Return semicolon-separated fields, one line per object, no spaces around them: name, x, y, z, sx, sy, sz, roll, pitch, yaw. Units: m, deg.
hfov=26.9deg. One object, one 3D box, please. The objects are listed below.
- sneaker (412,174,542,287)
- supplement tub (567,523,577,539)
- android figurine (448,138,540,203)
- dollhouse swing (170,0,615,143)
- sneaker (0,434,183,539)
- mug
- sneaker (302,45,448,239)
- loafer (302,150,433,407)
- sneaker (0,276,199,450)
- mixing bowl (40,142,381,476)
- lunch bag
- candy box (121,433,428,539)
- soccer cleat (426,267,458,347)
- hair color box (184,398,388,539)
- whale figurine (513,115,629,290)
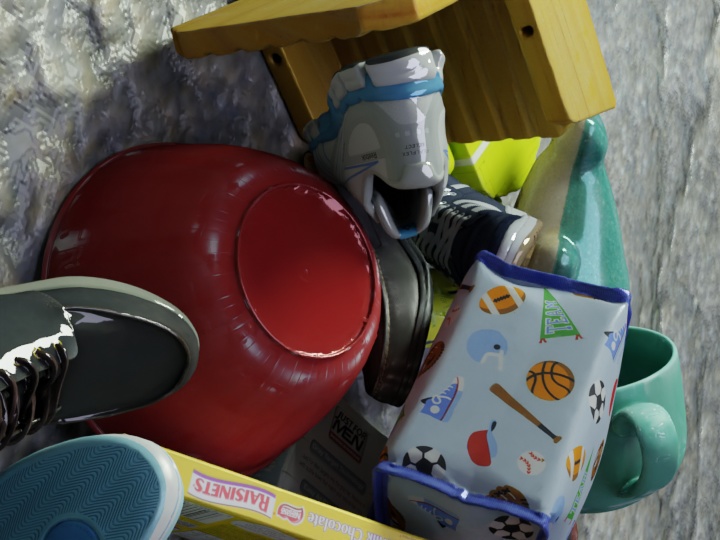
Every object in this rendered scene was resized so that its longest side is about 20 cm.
sneaker;0.059;-0.027;1.013;0.200;0.108;0.070;-61;176;-82
supplement tub;0.065;0.191;1.059;0.200;0.107;0.107;7;84;-55
android figurine;0.085;-0.137;1.149;0.182;0.041;0.200;-55;132;-41
dollhouse swing;0.016;-0.113;0.907;0.176;0.200;0.182;-54;132;-42
sneaker;-0.138;0.149;0.723;0.080;0.200;0.131;58;18;22
mug;0.176;0.127;1.171;0.185;0.152;0.115;-53;136;-67
sneaker;0.012;-0.057;0.851;0.200;0.075;0.087;111;-32;-82
loafer;0.000;0.000;0.956;0.072;0.073;0.200;10;44;-17
sneaker;-0.156;0.057;0.678;0.200;0.106;0.075;1;115;-29
mixing bowl;-0.061;0.012;0.827;0.200;0.108;0.201;15;68;-40
lunch bag;0.081;0.116;0.911;0.200;0.124;0.170;83;30;-54
candy box;-0.061;0.134;0.811;0.200;0.102;0.026;24;69;-26
soccer cleat;0.040;0.026;1.042;0.200;0.084;0.065;-4;93;-55
hair color box;-0.054;0.172;0.924;0.099;0.061;0.200;46;54;-44
whale figurine;0.165;-0.026;1.150;0.159;0.104;0.200;-67;171;-72
